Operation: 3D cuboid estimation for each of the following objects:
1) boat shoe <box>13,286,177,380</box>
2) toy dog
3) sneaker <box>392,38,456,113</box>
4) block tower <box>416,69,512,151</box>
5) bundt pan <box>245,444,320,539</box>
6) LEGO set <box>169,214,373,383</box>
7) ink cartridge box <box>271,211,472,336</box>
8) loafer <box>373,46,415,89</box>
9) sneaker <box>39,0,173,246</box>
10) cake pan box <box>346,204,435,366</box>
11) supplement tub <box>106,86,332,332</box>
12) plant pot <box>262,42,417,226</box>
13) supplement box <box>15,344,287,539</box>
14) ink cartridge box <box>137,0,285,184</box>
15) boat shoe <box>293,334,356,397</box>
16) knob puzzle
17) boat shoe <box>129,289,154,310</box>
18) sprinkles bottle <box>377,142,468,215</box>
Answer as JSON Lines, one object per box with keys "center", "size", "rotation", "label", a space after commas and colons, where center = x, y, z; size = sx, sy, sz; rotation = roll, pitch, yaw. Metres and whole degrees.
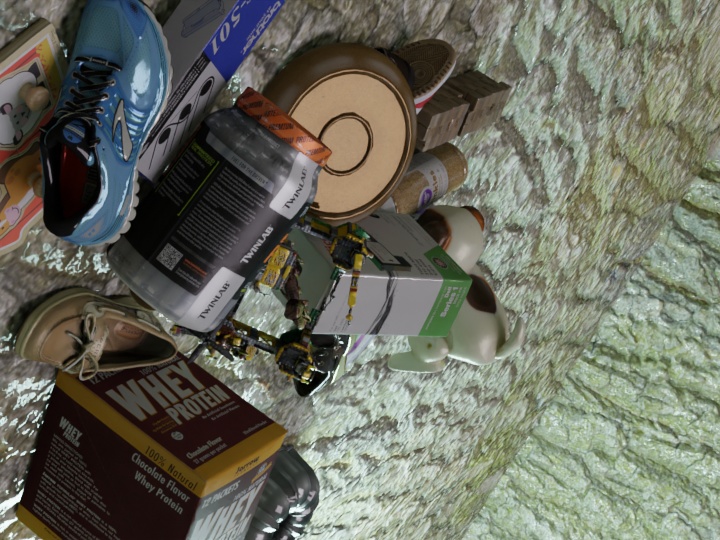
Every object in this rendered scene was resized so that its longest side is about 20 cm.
{"center": [-0.243, 0.061, 1.265], "size": [0.073, 0.063, 0.200], "rotation": [-61, 159, 15], "label": "boat shoe"}
{"center": [0.107, 0.018, 1.687], "size": [0.139, 0.194, 0.201], "rotation": [-21, 107, -36], "label": "toy dog"}
{"center": [0.036, -0.168, 1.528], "size": [0.200, 0.071, 0.113], "rotation": [-44, 153, -10], "label": "sneaker"}
{"center": [0.111, -0.200, 1.672], "size": [0.200, 0.058, 0.054], "rotation": [-24, 143, -51], "label": "block tower"}
{"center": [-0.129, 0.351, 1.931], "size": [0.202, 0.076, 0.202], "rotation": [-45, 156, -27], "label": "bundt pan"}
{"center": [-0.079, 0.028, 1.329], "size": [0.200, 0.154, 0.116], "rotation": [-55, -167, 18], "label": "LEGO set"}
{"center": [0.000, 0.000, 1.505], "size": [0.200, 0.146, 0.084], "rotation": [4, 122, -40], "label": "ink cartridge box"}
{"center": [-0.025, -0.159, 1.427], "size": [0.200, 0.073, 0.071], "rotation": [-55, 147, -10], "label": "loafer"}
{"center": [-0.197, -0.113, 1.018], "size": [0.090, 0.078, 0.201], "rotation": [-26, 126, -75], "label": "sneaker"}
{"center": [0.022, 0.010, 1.793], "size": [0.200, 0.052, 0.184], "rotation": [-45, 159, -29], "label": "cake pan box"}
{"center": [-0.122, -0.055, 1.197], "size": [0.200, 0.122, 0.123], "rotation": [-52, 160, 6], "label": "supplement tub"}
{"center": [-0.021, -0.131, 1.379], "size": [0.200, 0.027, 0.201], "rotation": [-13, 117, -27], "label": "plant pot"}
{"center": [-0.212, 0.206, 1.358], "size": [0.133, 0.197, 0.200], "rotation": [-25, 143, -54], "label": "supplement box"}
{"center": [-0.145, -0.174, 1.143], "size": [0.200, 0.044, 0.094], "rotation": [-55, 169, -4], "label": "ink cartridge box"}
{"center": [-0.052, 0.102, 1.732], "size": [0.065, 0.073, 0.200], "rotation": [-50, 159, -30], "label": "boat shoe"}
{"center": [-0.282, -0.069, 1.032], "size": [0.220, 0.030, 0.220], "rotation": [-46, 158, -25], "label": "knob puzzle"}
{"center": [-0.147, -0.046, 1.302], "size": [0.200, 0.074, 0.069], "rotation": [-54, 165, 8], "label": "boat shoe"}
{"center": [0.056, -0.101, 1.677], "size": [0.200, 0.068, 0.068], "rotation": [-33, 149, -47], "label": "sprinkles bottle"}
